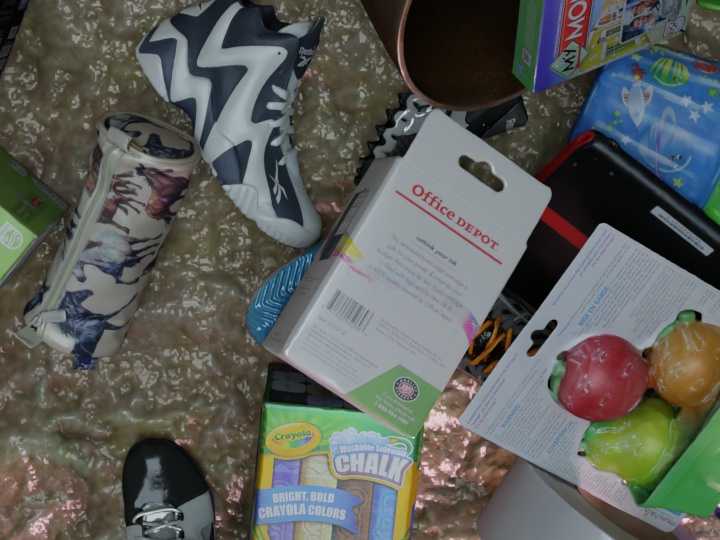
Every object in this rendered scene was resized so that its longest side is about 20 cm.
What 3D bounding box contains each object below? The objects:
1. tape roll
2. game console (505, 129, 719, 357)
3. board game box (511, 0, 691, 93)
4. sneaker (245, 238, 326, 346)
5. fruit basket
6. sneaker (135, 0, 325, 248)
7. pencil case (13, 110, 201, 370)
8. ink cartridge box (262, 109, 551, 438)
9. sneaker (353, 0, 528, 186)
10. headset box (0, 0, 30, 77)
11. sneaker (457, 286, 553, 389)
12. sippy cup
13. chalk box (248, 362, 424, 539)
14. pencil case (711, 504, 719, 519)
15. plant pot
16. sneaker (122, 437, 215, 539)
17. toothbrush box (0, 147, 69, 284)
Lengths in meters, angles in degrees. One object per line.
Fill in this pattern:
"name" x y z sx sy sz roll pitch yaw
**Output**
"tape roll" 0.188 0.216 1.208 0.201 0.203 0.071 30 98 -7
"game console" 0.200 -0.002 1.201 0.199 0.031 0.177 36 138 -8
"board game box" 0.169 -0.219 1.049 0.134 0.029 0.201 -24 143 -20
"sneaker" 0.000 0.000 1.196 0.199 0.081 0.077 -30 100 -20
"fruit basket" 0.200 0.081 1.159 0.199 0.094 0.186 30 110 -11
"sneaker" -0.061 -0.126 1.199 0.129 0.079 0.200 -35 89 13
"pencil case" -0.185 -0.025 1.181 0.078 0.089 0.201 35 119 14
"ink cartridge box" 0.034 0.000 1.127 0.117 0.067 0.201 34 83 -14
"sneaker" 0.078 -0.123 1.211 0.090 0.066 0.201 37 95 -5
"headset box" -0.347 -0.209 1.129 0.198 0.174 0.094 23 100 -4
"sneaker" 0.117 0.063 1.241 0.199 0.077 0.079 29 100 -5
"sippy cup" 0.229 -0.107 1.193 0.129 0.140 0.179 25 76 4
"chalk box" -0.018 0.143 1.227 0.122 0.124 0.202 7 101 -2
"pencil case" 0.307 0.094 1.247 0.084 0.086 0.201 32 97 -6
"plant pot" 0.055 -0.247 1.117 0.187 0.187 0.200 -41 56 6
"sneaker" -0.149 0.234 1.260 0.073 0.089 0.202 -8 99 1
"toothbrush box" -0.323 -0.071 1.169 0.200 0.146 0.086 42 97 -9
